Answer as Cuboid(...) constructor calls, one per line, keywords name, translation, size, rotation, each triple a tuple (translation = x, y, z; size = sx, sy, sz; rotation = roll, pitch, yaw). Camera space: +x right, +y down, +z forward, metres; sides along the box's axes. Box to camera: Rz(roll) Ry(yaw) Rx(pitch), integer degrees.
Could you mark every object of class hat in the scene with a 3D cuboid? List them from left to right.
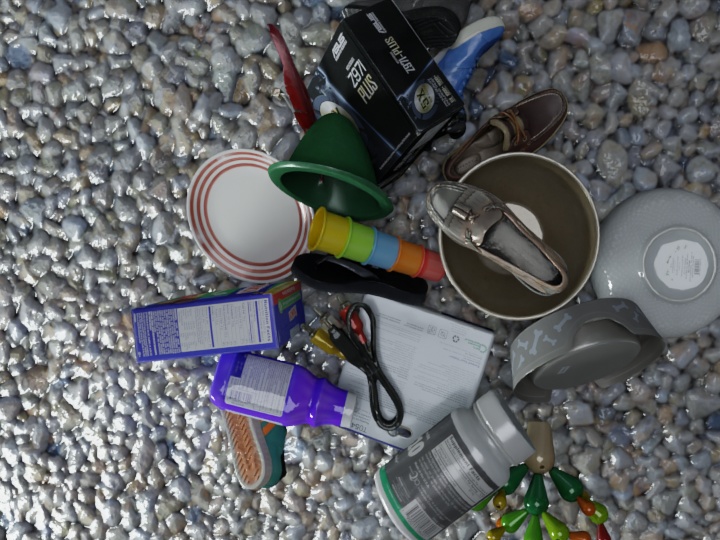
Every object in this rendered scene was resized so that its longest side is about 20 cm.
Cuboid(name="hat", translation=(-0.025, -0.184, 0.875), size=(0.162, 0.199, 0.180), rotation=(7, 75, 30))

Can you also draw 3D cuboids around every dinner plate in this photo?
Cuboid(name="dinner plate", translation=(-0.156, -0.078, 0.987), size=(0.195, 0.024, 0.205), rotation=(6, 116, 13))

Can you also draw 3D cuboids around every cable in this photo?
Cuboid(name="cable", translation=(0.009, 0.123, 0.957), size=(0.096, 0.050, 0.201), rotation=(-38, 99, 2))

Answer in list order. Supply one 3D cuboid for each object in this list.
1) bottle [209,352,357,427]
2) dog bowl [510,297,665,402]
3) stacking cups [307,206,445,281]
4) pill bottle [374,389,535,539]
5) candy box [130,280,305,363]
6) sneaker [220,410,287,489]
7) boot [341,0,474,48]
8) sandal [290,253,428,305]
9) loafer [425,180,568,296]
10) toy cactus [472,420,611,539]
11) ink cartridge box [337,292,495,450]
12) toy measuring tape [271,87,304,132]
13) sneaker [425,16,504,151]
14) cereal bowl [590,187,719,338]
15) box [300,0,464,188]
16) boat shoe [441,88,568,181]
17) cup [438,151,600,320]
Cuboid(name="bottle", translation=(-0.103, 0.168, 0.935), size=(0.195, 0.066, 0.086), rotation=(13, 70, 2))
Cuboid(name="dog bowl", translation=(0.283, 0.104, 0.880), size=(0.195, 0.201, 0.060), rotation=(-18, 59, 7))
Cuboid(name="stacking cups", translation=(0.027, -0.032, 0.941), size=(0.196, 0.060, 0.062), rotation=(15, 94, -23))
Cuboid(name="pill bottle", translation=(0.125, 0.256, 0.902), size=(0.199, 0.113, 0.114), rotation=(-39, 87, 8))
Cuboid(name="candy box", translation=(-0.188, 0.068, 0.948), size=(0.194, 0.169, 0.079), rotation=(-6, 93, 7))
Cuboid(name="sneaker", translation=(-0.154, 0.215, 1.004), size=(0.070, 0.080, 0.205), rotation=(-20, 69, 23))
Cuboid(name="boot", translation=(0.079, -0.374, 0.951), size=(0.197, 0.070, 0.133), rotation=(18, 66, 31))
Cuboid(name="sandal", translation=(0.000, 0.000, 0.962), size=(0.195, 0.077, 0.044), rotation=(9, 120, -7))
Cuboid(name="loafer", translation=(0.163, -0.043, 0.806), size=(0.198, 0.063, 0.073), rotation=(36, 95, 5))
Cuboid(name="toy cactus", translation=(0.247, 0.297, 0.947), size=(0.194, 0.102, 0.169), rotation=(4, 74, 10))
Cuboid(name="ink cartridge box", translation=(0.071, 0.151, 0.980), size=(0.192, 0.043, 0.205), rotation=(18, 97, 7))
Cuboid(name="toy measuring tape", translation=(-0.087, -0.161, 0.979), size=(0.073, 0.074, 0.202), rotation=(-35, 87, 7))
Cuboid(name="sneaker", translation=(0.133, -0.246, 0.939), size=(0.198, 0.077, 0.113), rotation=(-35, 81, 12))
Cuboid(name="cereal bowl", translation=(0.409, -0.010, 0.908), size=(0.194, 0.083, 0.206), rotation=(0, 91, 8))
Cuboid(name="box", translation=(0.019, -0.214, 0.891), size=(0.085, 0.200, 0.166), rotation=(-33, 87, -27))
Cuboid(name="boat shoe", translation=(0.199, -0.182, 0.936), size=(0.197, 0.072, 0.073), rotation=(-30, 88, 8))
Cuboid(name="cup", translation=(0.202, -0.043, 0.904), size=(0.195, 0.143, 0.206), rotation=(0, 91, 8))
